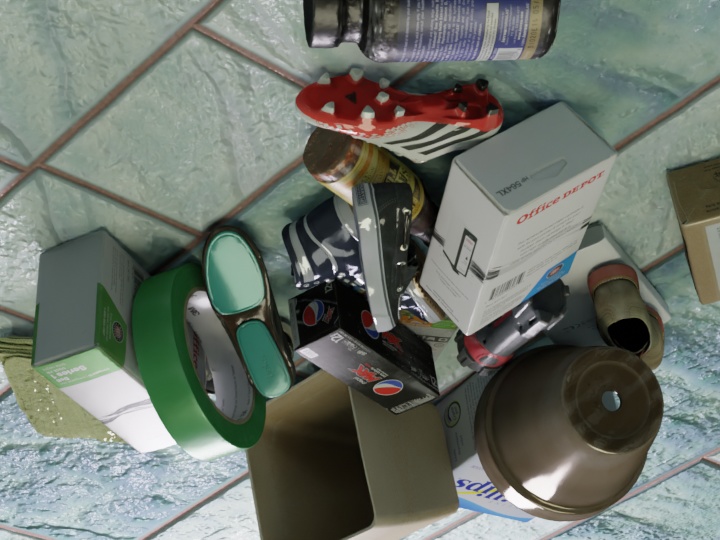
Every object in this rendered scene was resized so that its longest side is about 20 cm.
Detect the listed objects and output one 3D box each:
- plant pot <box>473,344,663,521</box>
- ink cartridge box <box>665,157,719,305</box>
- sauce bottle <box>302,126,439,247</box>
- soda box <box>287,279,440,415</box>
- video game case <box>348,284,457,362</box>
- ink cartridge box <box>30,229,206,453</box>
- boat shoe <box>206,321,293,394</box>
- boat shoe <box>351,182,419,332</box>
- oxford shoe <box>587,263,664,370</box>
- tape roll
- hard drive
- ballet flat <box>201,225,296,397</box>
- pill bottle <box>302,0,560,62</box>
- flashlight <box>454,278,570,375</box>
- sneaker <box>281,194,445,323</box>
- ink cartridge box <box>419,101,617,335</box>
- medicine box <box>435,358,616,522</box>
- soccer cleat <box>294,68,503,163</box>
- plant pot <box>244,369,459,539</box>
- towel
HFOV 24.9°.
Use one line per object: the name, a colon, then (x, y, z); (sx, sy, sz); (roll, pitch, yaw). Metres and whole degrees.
plant pot: (0.245, 0.161, 1.774); (0.199, 0.201, 0.174); (3, 161, -14)
ink cartridge box: (0.430, -0.056, 1.682); (0.199, 0.075, 0.165); (-16, 144, 11)
sauce bottle: (0.027, -0.078, 1.584); (0.066, 0.066, 0.200); (-28, 142, 28)
soda box: (0.006, 0.085, 1.775); (0.063, 0.071, 0.200); (-26, 142, 24)
video game case: (0.044, 0.049, 1.810); (0.143, 0.018, 0.200); (6, 143, -18)
ink cartridge box: (-0.244, 0.078, 1.674); (0.084, 0.146, 0.200); (-18, 140, 19)
boat shoe: (-0.172, 0.103, 1.804); (0.199, 0.068, 0.072); (-7, 146, 7)
boat shoe: (0.029, -0.010, 1.565); (0.056, 0.069, 0.200); (-10, 142, -2)
oxford shoe: (0.295, 0.073, 1.793); (0.070, 0.075, 0.200); (-19, 144, 16)
tape roll: (-0.164, 0.094, 1.674); (0.048, 0.201, 0.200); (-20, 144, 18)
hard drive: (0.248, 0.026, 1.806); (0.132, 0.027, 0.200); (-22, 143, 21)
ballet flat: (-0.119, 0.038, 1.698); (0.068, 0.068, 0.201); (-13, 111, 4)
pill bottle: (0.055, -0.226, 1.332); (0.199, 0.112, 0.112); (-2, 145, -8)
flashlight: (0.165, 0.054, 1.758); (0.068, 0.068, 0.200); (-27, 169, -27)
sneaker: (0.000, 0.000, 1.675); (0.108, 0.070, 0.200); (-27, 130, 20)
ink cartridge box: (0.150, -0.050, 1.580); (0.146, 0.084, 0.200); (-29, 153, -27)
medicine box: (0.189, 0.210, 1.995); (0.182, 0.103, 0.200); (17, 138, -31)
soccer cleat: (0.034, -0.135, 1.501); (0.199, 0.069, 0.085); (-1, 141, -17)
plant pot: (0.000, 0.239, 1.925); (0.177, 0.200, 0.200); (10, 149, -42)
towel: (-0.320, 0.133, 1.822); (0.148, 0.037, 0.200); (4, 145, 11)
